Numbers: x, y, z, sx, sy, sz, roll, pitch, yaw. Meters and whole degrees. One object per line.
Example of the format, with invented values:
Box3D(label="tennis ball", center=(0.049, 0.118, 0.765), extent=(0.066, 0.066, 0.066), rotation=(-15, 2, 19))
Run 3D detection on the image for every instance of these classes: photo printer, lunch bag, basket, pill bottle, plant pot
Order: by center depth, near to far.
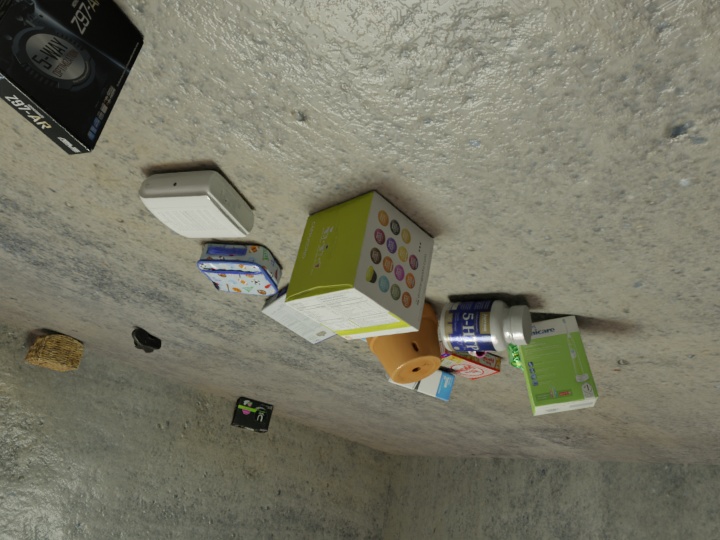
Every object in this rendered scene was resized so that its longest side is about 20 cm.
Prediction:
Box3D(label="photo printer", center=(-0.339, -0.131, 1.121), extent=(0.196, 0.071, 0.167), rotation=(1, 153, 24))
Box3D(label="pill bottle", center=(0.302, 0.133, 1.315), extent=(0.196, 0.122, 0.120), rotation=(-6, 150, 32))
Box3D(label="lunch bag", center=(-0.303, -0.005, 1.361), extent=(0.195, 0.077, 0.161), rotation=(2, 151, 18))
Box3D(label="plant pot", center=(0.122, 0.196, 1.412), extent=(0.196, 0.142, 0.202), rotation=(-13, 145, -9))
Box3D(label="basket", center=(-1.414, 0.375, 2.542), extent=(0.147, 0.146, 0.199), rotation=(-11, 152, 35))

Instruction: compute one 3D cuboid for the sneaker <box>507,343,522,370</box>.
Box3D(label="sneaker", center=(0.427, 0.213, 1.467), extent=(0.073, 0.085, 0.199), rotation=(-7, 148, 36))

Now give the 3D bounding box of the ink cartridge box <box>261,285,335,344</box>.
Box3D(label="ink cartridge box", center=(-0.164, 0.129, 1.575), extent=(0.198, 0.044, 0.195), rotation=(33, 148, -19))

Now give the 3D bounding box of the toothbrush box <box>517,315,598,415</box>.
Box3D(label="toothbrush box", center=(0.462, 0.226, 1.307), extent=(0.142, 0.204, 0.086), rotation=(-12, 151, 10))

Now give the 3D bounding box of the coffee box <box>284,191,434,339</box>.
Box3D(label="coffee box", center=(0.000, 0.000, 1.084), extent=(0.198, 0.204, 0.197), rotation=(-13, 145, 43))

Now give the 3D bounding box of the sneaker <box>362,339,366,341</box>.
Box3D(label="sneaker", center=(-0.025, 0.149, 1.539), extent=(0.197, 0.072, 0.073), rotation=(9, 144, 39))

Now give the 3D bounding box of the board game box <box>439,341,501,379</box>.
Box3D(label="board game box", center=(0.310, 0.278, 1.694), extent=(0.196, 0.047, 0.151), rotation=(20, 154, -16))

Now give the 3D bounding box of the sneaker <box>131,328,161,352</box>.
Box3D(label="sneaker", center=(-0.893, 0.291, 2.239), extent=(0.102, 0.061, 0.200), rotation=(-3, 154, 19))

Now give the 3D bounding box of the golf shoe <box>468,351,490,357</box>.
Box3D(label="golf shoe", center=(0.299, 0.193, 1.476), extent=(0.074, 0.093, 0.200), rotation=(15, 156, -10))

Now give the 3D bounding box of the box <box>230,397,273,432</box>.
Box3D(label="box", center=(-0.611, 0.816, 3.083), extent=(0.196, 0.152, 0.124), rotation=(19, 156, -17))

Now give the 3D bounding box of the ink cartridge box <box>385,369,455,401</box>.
Box3D(label="ink cartridge box", center=(0.189, 0.338, 1.759), extent=(0.196, 0.086, 0.145), rotation=(18, 177, -2))

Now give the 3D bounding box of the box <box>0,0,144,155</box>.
Box3D(label="box", center=(-0.371, -0.276, 0.685), extent=(0.043, 0.204, 0.161), rotation=(-1, 152, 23))
